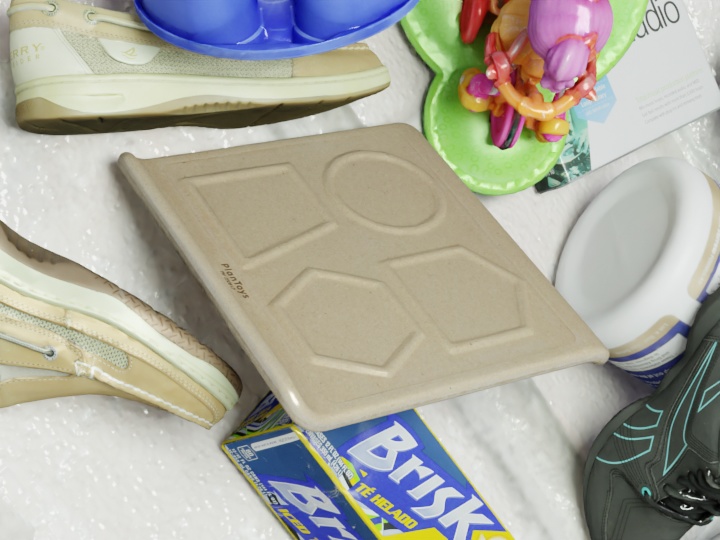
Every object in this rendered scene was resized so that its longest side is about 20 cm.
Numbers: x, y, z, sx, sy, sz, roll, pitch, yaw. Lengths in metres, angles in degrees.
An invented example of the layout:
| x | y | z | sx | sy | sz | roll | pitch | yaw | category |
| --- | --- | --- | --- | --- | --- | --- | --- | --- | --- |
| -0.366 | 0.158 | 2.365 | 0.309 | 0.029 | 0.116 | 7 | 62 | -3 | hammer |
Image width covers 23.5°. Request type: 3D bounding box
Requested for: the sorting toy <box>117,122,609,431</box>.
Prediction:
| x | y | z | sx | sy | sz | roll | pitch | yaw | category |
| --- | --- | --- | --- | --- | --- | --- | --- | --- | --- |
| 0.000 | 0.000 | 0.843 | 0.198 | 0.037 | 0.186 | -7 | 45 | -37 | sorting toy |

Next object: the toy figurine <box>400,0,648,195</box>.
| x | y | z | sx | sy | sz | roll | pitch | yaw | category |
| --- | --- | --- | --- | --- | --- | --- | --- | --- | --- |
| 0.094 | -0.140 | 0.869 | 0.148 | 0.184 | 0.203 | 11 | 90 | -7 | toy figurine |

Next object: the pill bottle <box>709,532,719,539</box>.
| x | y | z | sx | sy | sz | roll | pitch | yaw | category |
| --- | --- | --- | --- | --- | --- | --- | --- | --- | --- |
| 0.293 | 0.173 | 1.005 | 0.198 | 0.112 | 0.114 | -17 | 89 | -36 | pill bottle |

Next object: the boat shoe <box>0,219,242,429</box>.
| x | y | z | sx | sy | sz | roll | pitch | yaw | category |
| --- | --- | --- | --- | --- | --- | --- | --- | --- | --- |
| -0.150 | 0.031 | 0.771 | 0.199 | 0.072 | 0.077 | 30 | 76 | -15 | boat shoe |

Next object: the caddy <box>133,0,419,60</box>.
| x | y | z | sx | sy | sz | roll | pitch | yaw | category |
| --- | --- | --- | --- | --- | --- | --- | --- | --- | --- |
| -0.039 | -0.172 | 0.821 | 0.139 | 0.106 | 0.201 | -3 | 38 | 2 | caddy |

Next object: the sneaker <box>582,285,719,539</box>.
| x | y | z | sx | sy | sz | roll | pitch | yaw | category |
| --- | --- | --- | --- | --- | --- | --- | --- | --- | --- |
| 0.176 | 0.093 | 0.903 | 0.075 | 0.201 | 0.080 | 14 | 34 | -17 | sneaker |

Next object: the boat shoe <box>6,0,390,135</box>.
| x | y | z | sx | sy | sz | roll | pitch | yaw | category |
| --- | --- | --- | --- | --- | --- | --- | --- | --- | --- |
| -0.075 | -0.104 | 0.844 | 0.198 | 0.073 | 0.064 | -7 | 87 | -28 | boat shoe |

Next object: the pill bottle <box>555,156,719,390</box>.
| x | y | z | sx | sy | sz | roll | pitch | yaw | category |
| --- | --- | --- | --- | --- | --- | --- | --- | --- | --- |
| 0.217 | 0.031 | 0.983 | 0.199 | 0.115 | 0.117 | 31 | 64 | -25 | pill bottle |

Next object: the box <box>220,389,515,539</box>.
| x | y | z | sx | sy | sz | roll | pitch | yaw | category |
| --- | --- | --- | --- | --- | --- | --- | --- | --- | --- |
| 0.024 | 0.136 | 0.855 | 0.201 | 0.070 | 0.064 | 52 | 54 | -13 | box |

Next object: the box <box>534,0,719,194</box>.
| x | y | z | sx | sy | sz | roll | pitch | yaw | category |
| --- | --- | --- | --- | --- | --- | --- | --- | --- | --- |
| 0.123 | -0.163 | 1.012 | 0.144 | 0.036 | 0.202 | -26 | 93 | -35 | box |
